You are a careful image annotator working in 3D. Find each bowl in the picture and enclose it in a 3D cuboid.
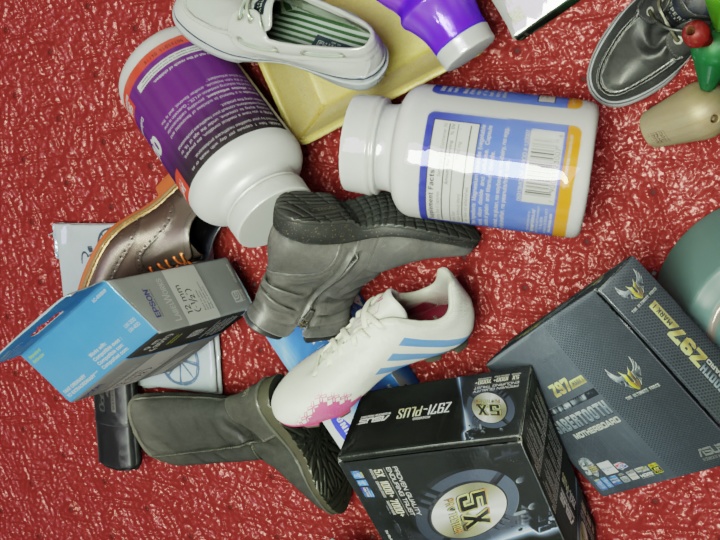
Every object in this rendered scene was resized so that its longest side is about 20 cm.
[{"bbox_3d":[0.326,0.044,0.672,0.200,0.105,0.201,4,102,21],"label":"bowl"}]

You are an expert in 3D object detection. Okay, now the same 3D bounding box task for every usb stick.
[{"bbox_3d":[-0.264,0.119,0.939,0.055,0.033,0.201,4,102,28],"label":"usb stick"}]

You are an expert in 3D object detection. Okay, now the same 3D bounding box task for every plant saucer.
[{"bbox_3d":[-0.008,-0.242,0.776,0.200,0.048,0.200,-23,92,24],"label":"plant saucer"}]

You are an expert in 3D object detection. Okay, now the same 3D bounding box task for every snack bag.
[{"bbox_3d":[-0.243,0.040,0.945,0.199,0.021,0.189,0,101,21],"label":"snack bag"}]

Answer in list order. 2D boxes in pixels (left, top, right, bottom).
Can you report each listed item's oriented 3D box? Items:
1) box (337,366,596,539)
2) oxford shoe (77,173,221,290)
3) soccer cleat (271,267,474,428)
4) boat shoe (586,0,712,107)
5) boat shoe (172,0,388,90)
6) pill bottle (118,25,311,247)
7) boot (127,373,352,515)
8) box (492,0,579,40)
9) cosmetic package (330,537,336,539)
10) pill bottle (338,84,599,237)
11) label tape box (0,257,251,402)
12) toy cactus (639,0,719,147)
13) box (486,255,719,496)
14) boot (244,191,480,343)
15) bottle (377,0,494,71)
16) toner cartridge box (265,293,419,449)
[{"bbox_3d":[0.099,0.196,0.765,0.163,0.086,0.200,-12,119,25],"label":"box"},{"bbox_3d":[-0.195,-0.020,0.847,0.073,0.071,0.200,40,89,28],"label":"oxford shoe"},{"bbox_3d":[0.005,0.061,0.760,0.200,0.070,0.086,-27,133,-8],"label":"soccer cleat"},{"bbox_3d":[0.254,-0.203,0.669,0.200,0.066,0.070,-39,85,24],"label":"boat shoe"},{"bbox_3d":[-0.070,-0.213,0.735,0.199,0.067,0.074,16,75,10],"label":"boat shoe"},{"bbox_3d":[-0.128,-0.120,0.792,0.112,0.112,0.200,-46,66,23],"label":"pill bottle"},{"bbox_3d":[-0.126,0.186,0.901,0.200,0.073,0.182,-19,109,29],"label":"boot"},{"bbox_3d":[0.173,-0.302,0.699,0.200,0.036,0.145,-31,89,26],"label":"box"},{"bbox_3d":[0.001,0.395,0.830,0.200,0.123,0.200,32,137,12],"label":"cosmetic package"},{"bbox_3d":[0.088,-0.094,0.721,0.199,0.112,0.112,9,104,13],"label":"pill bottle"},{"bbox_3d":[-0.216,0.060,0.808,0.143,0.200,0.066,-35,81,30],"label":"label tape box"},{"bbox_3d":[0.288,-0.124,0.650,0.200,0.102,0.165,33,149,-27],"label":"toy cactus"},{"bbox_3d":[0.204,0.094,0.701,0.158,0.051,0.200,50,153,6],"label":"box"},{"bbox_3d":[0.000,0.000,0.781,0.199,0.070,0.132,4,122,-21],"label":"boot"},{"bbox_3d":[0.034,-0.255,0.695,0.083,0.065,0.200,-34,87,25],"label":"bottle"},{"bbox_3d":[-0.014,0.092,0.851,0.095,0.043,0.200,-36,87,25],"label":"toner cartridge box"}]
